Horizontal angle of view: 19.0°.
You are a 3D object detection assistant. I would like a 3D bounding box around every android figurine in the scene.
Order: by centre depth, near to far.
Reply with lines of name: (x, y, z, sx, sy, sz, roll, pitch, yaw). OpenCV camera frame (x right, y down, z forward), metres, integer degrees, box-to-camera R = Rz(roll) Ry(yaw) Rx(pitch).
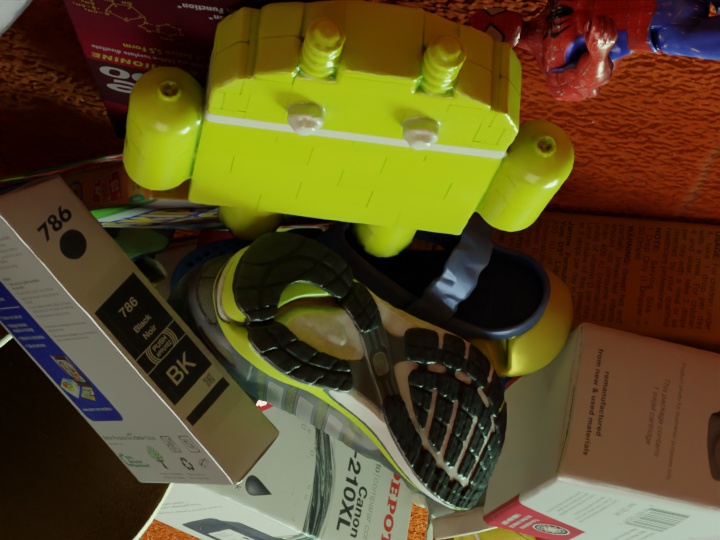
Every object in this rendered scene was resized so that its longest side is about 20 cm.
android figurine: (-0.005, -0.055, 0.877, 0.181, 0.041, 0.200, 8, 160, -8)

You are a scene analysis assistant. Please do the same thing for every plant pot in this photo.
plant pot: (-0.219, 0.056, 1.131, 0.200, 0.187, 0.186, 30, 172, 36)

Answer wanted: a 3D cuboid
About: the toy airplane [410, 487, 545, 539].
toy airplane: (0.120, 0.131, 1.306, 0.199, 0.141, 0.200, -25, 164, -9)

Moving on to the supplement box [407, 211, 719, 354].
supplement box: (0.099, 0.010, 1.106, 0.199, 0.069, 0.067, 3, 160, 15)

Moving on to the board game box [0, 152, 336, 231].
board game box: (-0.072, -0.037, 1.032, 0.095, 0.030, 0.200, -8, 172, 42)

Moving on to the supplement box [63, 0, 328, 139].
supplement box: (-0.061, -0.114, 0.884, 0.108, 0.061, 0.200, 9, 160, 7)

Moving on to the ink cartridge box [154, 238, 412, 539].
ink cartridge box: (-0.056, 0.088, 1.271, 0.084, 0.145, 0.200, -11, 150, 42)

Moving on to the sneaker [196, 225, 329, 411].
sneaker: (-0.012, 0.043, 1.180, 0.200, 0.113, 0.071, 23, 156, -28)

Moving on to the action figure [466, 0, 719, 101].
action figure: (0.118, -0.107, 0.805, 0.199, 0.065, 0.099, -4, 160, 32)

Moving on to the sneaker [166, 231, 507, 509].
sneaker: (-0.007, 0.046, 1.002, 0.081, 0.074, 0.200, 3, 148, 50)

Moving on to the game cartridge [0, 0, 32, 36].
game cartridge: (-0.239, -0.101, 0.911, 0.133, 0.041, 0.200, 31, 121, -28)

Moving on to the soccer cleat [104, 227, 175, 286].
soccer cleat: (-0.155, 0.002, 1.214, 0.083, 0.065, 0.200, 21, 156, -10)

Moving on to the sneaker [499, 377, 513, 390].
sneaker: (0.147, 0.069, 1.221, 0.199, 0.070, 0.078, -5, 149, 35)

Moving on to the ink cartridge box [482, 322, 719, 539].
ink cartridge box: (0.178, 0.101, 1.096, 0.199, 0.086, 0.148, 12, 162, -9)

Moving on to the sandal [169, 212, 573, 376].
sandal: (0.000, 0.000, 1.045, 0.199, 0.080, 0.087, -2, 145, 15)

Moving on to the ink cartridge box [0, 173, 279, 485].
ink cartridge box: (-0.130, 0.016, 0.973, 0.200, 0.039, 0.099, 50, 154, -20)
